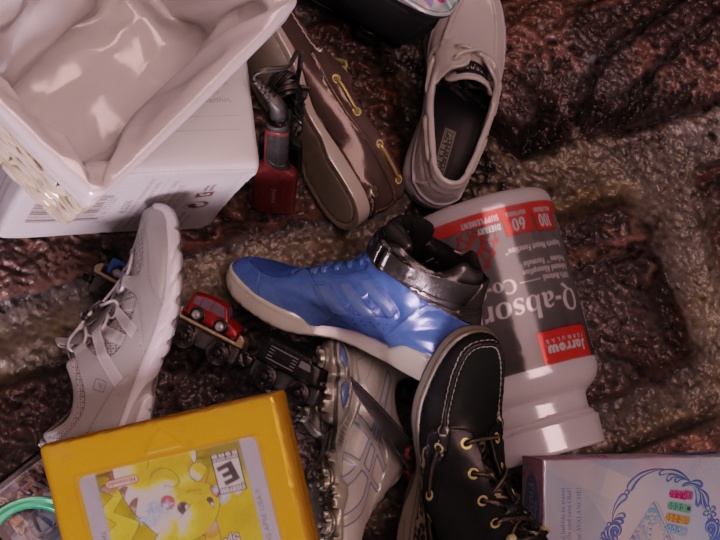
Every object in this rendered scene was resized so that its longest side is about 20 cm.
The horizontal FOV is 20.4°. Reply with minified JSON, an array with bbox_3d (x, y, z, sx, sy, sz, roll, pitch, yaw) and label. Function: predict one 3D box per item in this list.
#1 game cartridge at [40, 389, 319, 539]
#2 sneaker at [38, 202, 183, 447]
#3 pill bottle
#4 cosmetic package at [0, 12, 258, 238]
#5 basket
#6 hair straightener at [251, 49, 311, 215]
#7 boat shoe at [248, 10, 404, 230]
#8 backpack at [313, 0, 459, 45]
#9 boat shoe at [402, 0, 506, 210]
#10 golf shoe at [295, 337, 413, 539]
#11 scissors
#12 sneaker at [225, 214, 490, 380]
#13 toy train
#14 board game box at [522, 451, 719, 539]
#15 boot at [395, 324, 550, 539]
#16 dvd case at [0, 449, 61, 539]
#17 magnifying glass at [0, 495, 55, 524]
[{"bbox_3d":[-0.115,0.198,1.381,0.175,0.032,0.201,-13,90,6],"label":"game cartridge"},{"bbox_3d":[-0.174,0.047,1.418,0.081,0.075,0.201,14,88,-5],"label":"sneaker"},{"bbox_3d":[0.116,0.046,1.537,0.115,0.116,0.201,-13,83,-22],"label":"pill bottle"},{"bbox_3d":[-0.181,-0.143,1.452,0.165,0.167,0.201,-4,78,-19],"label":"cosmetic package"},{"bbox_3d":[-0.161,-0.141,1.301,0.136,0.123,0.200,45,69,-3],"label":"basket"},{"bbox_3d":[-0.062,-0.111,1.474,0.041,0.200,0.077,8,69,5],"label":"hair straightener"},{"bbox_3d":[-0.033,-0.132,1.557,0.059,0.072,0.201,-29,91,-29],"label":"boat shoe"},{"bbox_3d":[0.024,-0.306,1.585,0.177,0.151,0.201,26,64,-10],"label":"backpack"},{"bbox_3d":[0.081,-0.149,1.602,0.072,0.066,0.201,22,70,-13],"label":"boat shoe"},{"bbox_3d":[0.003,0.152,1.496,0.097,0.078,0.201,9,74,-23],"label":"golf shoe"},{"bbox_3d":[0.045,0.137,1.487,0.073,0.014,0.201,-35,123,-21],"label":"scissors"},{"bbox_3d":[0.001,0.000,1.481,0.199,0.112,0.077,22,23,17],"label":"sneaker"},{"bbox_3d":[-0.113,0.040,1.473,0.199,0.034,0.046,26,90,7],"label":"toy train"},{"bbox_3d":[0.215,0.236,1.483,0.198,0.043,0.201,1,89,-21],"label":"board game box"},{"bbox_3d":[0.099,0.157,1.420,0.073,0.154,0.205,-4,115,-33],"label":"boot"},{"bbox_3d":[-0.166,0.204,1.450,0.142,0.018,0.200,-37,91,-23],"label":"dvd case"},{"bbox_3d":[-0.177,0.191,1.427,0.199,0.022,0.080,-8,79,-22],"label":"magnifying glass"}]
